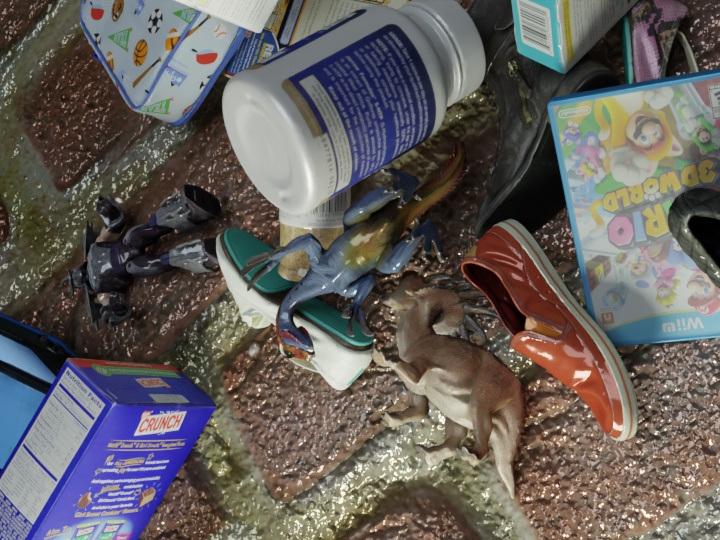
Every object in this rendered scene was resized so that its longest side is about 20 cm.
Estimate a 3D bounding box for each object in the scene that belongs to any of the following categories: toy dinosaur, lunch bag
[{"bbox_3d":[0.086,0.084,1.051,0.200,0.086,0.135,45,59,7],"label":"toy dinosaur"},{"bbox_3d":[-0.198,-0.246,1.245,0.161,0.075,0.201,-54,48,23],"label":"lunch bag"},{"bbox_3d":[0.000,0.000,1.068,0.106,0.199,0.181,56,137,5],"label":"toy dinosaur"}]

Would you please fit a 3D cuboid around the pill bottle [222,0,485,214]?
[{"bbox_3d":[0.000,-0.142,1.019,0.199,0.120,0.120,-32,60,-25],"label":"pill bottle"}]

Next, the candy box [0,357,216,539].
[{"bbox_3d":[-0.243,0.183,1.162,0.077,0.169,0.201,37,99,25],"label":"candy box"}]

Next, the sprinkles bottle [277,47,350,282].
[{"bbox_3d":[-0.040,-0.093,1.119,0.067,0.068,0.203,8,104,30],"label":"sprinkles bottle"}]

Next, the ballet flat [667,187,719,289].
[{"bbox_3d":[0.298,0.018,0.916,0.199,0.057,0.067,39,116,0],"label":"ballet flat"}]

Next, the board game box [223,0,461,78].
[{"bbox_3d":[-0.016,-0.222,1.173,0.198,0.046,0.153,22,92,30],"label":"board game box"}]

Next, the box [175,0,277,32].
[{"bbox_3d":[-0.117,-0.334,1.158,0.113,0.100,0.202,-53,31,38],"label":"box"}]

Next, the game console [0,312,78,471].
[{"bbox_3d":[-0.355,0.130,1.269,0.198,0.171,0.119,18,64,30],"label":"game console"}]

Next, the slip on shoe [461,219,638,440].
[{"bbox_3d":[0.149,0.053,1.006,0.061,0.074,0.201,-29,73,-16],"label":"slip on shoe"}]

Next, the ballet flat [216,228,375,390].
[{"bbox_3d":[-0.070,0.039,1.156,0.199,0.069,0.070,38,100,28],"label":"ballet flat"}]

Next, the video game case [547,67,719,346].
[{"bbox_3d":[0.228,-0.043,0.963,0.141,0.018,0.203,-7,108,24],"label":"video game case"}]

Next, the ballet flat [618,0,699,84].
[{"bbox_3d":[0.237,-0.121,1.009,0.070,0.069,0.203,2,82,10],"label":"ballet flat"}]

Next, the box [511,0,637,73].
[{"bbox_3d":[0.197,-0.250,0.985,0.049,0.083,0.200,31,65,32],"label":"box"}]

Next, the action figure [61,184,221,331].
[{"bbox_3d":[-0.220,-0.018,1.243,0.198,0.069,0.132,-20,77,28],"label":"action figure"}]

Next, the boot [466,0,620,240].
[{"bbox_3d":[0.125,-0.144,1.074,0.201,0.069,0.175,-58,44,28],"label":"boot"}]
